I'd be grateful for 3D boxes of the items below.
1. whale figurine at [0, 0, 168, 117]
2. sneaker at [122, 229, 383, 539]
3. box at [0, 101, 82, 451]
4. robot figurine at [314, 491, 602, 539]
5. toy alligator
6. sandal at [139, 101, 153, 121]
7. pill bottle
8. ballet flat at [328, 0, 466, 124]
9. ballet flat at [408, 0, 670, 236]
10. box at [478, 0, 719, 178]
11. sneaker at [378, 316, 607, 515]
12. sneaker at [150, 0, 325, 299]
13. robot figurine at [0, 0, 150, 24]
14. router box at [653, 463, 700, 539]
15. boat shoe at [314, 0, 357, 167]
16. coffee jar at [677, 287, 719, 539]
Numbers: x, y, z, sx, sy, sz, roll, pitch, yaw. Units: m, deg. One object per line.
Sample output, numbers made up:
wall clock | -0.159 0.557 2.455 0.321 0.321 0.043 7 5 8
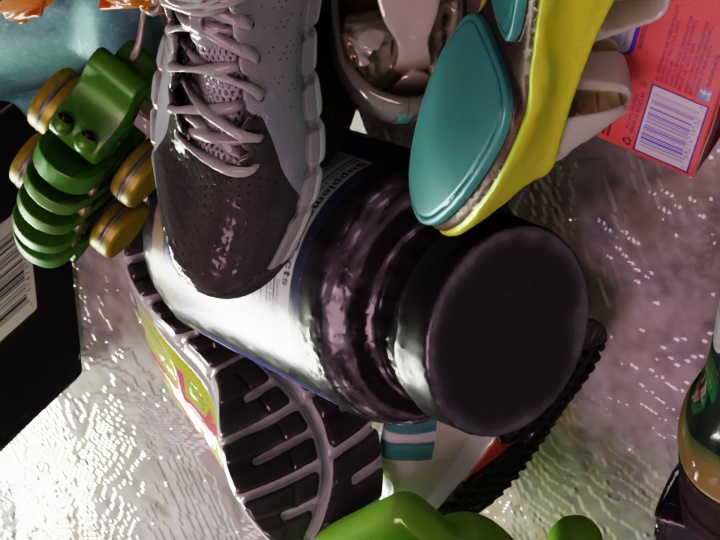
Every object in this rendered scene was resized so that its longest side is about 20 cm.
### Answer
whale figurine | -0.161 -0.124 0.834 0.199 0.103 0.161 27 137 41
sneaker | -0.052 0.064 0.925 0.201 0.078 0.090 61 162 17
box | -0.268 -0.018 0.994 0.197 0.123 0.202 18 129 23
robot figurine | 0.057 0.193 0.845 0.200 0.176 0.115 46 131 -14
toy alligator | -0.114 -0.054 0.774 0.059 0.054 0.200 38 141 6
sandal | -0.045 -0.116 0.821 0.200 0.057 0.080 -19 109 40
pill bottle | 0.000 0.000 0.792 0.199 0.111 0.113 23 135 50
ballet flat | 0.014 -0.157 0.709 0.067 0.064 0.203 -5 97 -2
ballet flat | 0.068 -0.080 0.636 0.066 0.067 0.201 -2 142 -14
box | 0.116 -0.152 0.666 0.102 0.095 0.202 24 131 16
sneaker | 0.041 0.057 0.894 0.094 0.070 0.200 51 140 19
sneaker | -0.060 -0.083 0.657 0.074 0.115 0.202 14 103 22
robot figurine | -0.102 -0.200 0.724 0.144 0.058 0.202 3 81 49
router box | 0.229 0.180 0.848 0.198 0.062 0.151 16 127 24
boat shoe | -0.044 -0.139 0.759 0.073 0.075 0.203 -5 86 30
coffee jar | 0.187 0.029 0.747 0.103 0.086 0.202 7 127 6
